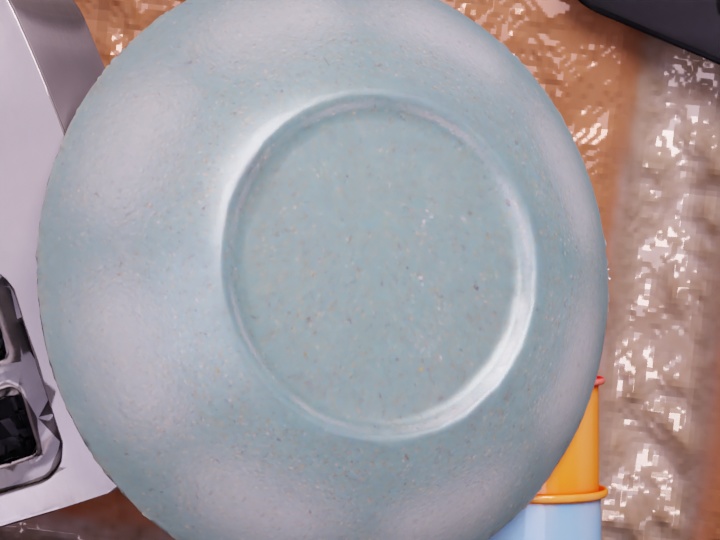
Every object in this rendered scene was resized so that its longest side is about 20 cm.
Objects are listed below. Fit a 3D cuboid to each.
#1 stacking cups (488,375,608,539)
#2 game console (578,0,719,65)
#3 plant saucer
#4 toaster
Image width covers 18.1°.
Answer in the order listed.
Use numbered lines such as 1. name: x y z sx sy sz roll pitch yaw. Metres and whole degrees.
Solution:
1. stacking cups: 0.065 0.097 0.781 0.060 0.061 0.200 3 93 4
2. game console: 0.164 -0.147 0.703 0.176 0.116 0.200 25 103 14
3. plant saucer: 0.000 0.000 0.709 0.201 0.039 0.201 3 83 -24
4. toaster: -0.153 0.004 0.759 0.200 0.119 0.181 -16 93 4
